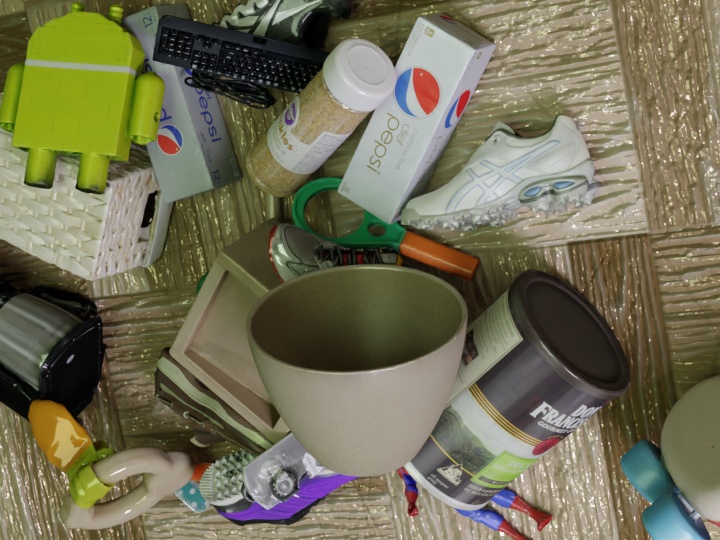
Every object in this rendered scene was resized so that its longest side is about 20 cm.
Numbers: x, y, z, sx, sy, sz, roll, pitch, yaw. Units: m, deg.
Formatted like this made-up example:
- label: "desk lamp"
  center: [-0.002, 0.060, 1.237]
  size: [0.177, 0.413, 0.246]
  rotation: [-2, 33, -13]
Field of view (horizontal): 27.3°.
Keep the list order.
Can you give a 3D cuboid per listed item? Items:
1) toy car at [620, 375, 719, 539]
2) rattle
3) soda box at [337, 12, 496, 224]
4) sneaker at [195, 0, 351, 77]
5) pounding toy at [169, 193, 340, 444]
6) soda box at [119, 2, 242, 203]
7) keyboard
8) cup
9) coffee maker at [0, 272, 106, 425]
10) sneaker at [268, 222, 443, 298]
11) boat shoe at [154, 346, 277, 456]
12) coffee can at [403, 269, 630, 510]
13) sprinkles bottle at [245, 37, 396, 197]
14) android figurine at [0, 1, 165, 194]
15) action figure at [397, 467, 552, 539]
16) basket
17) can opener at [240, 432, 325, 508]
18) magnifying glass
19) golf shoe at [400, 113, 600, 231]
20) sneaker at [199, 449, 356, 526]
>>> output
- label: "toy car"
  center: [0.379, 0.206, 1.361]
  size: [0.184, 0.177, 0.200]
  rotation: [-42, 111, 15]
- label: "rattle"
  center: [-0.256, 0.208, 1.658]
  size: [0.143, 0.200, 0.130]
  rotation: [40, 128, 38]
- label: "soda box"
  center: [0.055, -0.149, 1.455]
  size: [0.068, 0.064, 0.200]
  rotation: [33, 116, 15]
- label: "sneaker"
  center: [-0.088, -0.238, 1.501]
  size: [0.200, 0.066, 0.091]
  rotation: [-35, 84, 26]
- label: "pounding toy"
  center: [-0.089, 0.032, 1.547]
  size: [0.200, 0.142, 0.184]
  rotation: [39, 127, 11]
- label: "soda box"
  center: [-0.196, -0.178, 1.570]
  size: [0.068, 0.063, 0.200]
  rotation: [-15, 96, 29]
- label: "keyboard"
  center: [-0.110, -0.195, 1.481]
  size: [0.199, 0.040, 0.104]
  rotation: [12, 154, -7]
- label: "cup"
  center: [0.001, 0.103, 1.358]
  size: [0.200, 0.200, 0.144]
  rotation: [8, 119, 24]
- label: "coffee maker"
  center: [-0.411, 0.094, 1.705]
  size: [0.200, 0.135, 0.192]
  rotation: [29, 114, 18]
- label: "sneaker"
  center: [0.000, 0.000, 1.461]
  size: [0.200, 0.078, 0.082]
  rotation: [25, 131, -19]
- label: "boat shoe"
  center: [-0.154, 0.161, 1.616]
  size: [0.202, 0.075, 0.075]
  rotation: [35, 109, 39]
- label: "coffee can"
  center: [0.139, 0.117, 1.436]
  size: [0.146, 0.146, 0.200]
  rotation: [49, 119, 7]
- label: "sprinkles bottle"
  center: [-0.042, -0.148, 1.466]
  size: [0.068, 0.068, 0.200]
  rotation: [53, 138, 5]
- label: "android figurine"
  center: [-0.289, -0.180, 1.525]
  size: [0.182, 0.041, 0.201]
  rotation: [5, 82, 18]
- label: "action figure"
  center: [0.088, 0.229, 1.520]
  size: [0.200, 0.099, 0.065]
  rotation: [32, 113, 18]
- label: "basket"
  center: [-0.319, -0.088, 1.619]
  size: [0.200, 0.123, 0.136]
  rotation: [23, 113, 18]
- label: "can opener"
  center: [-0.041, 0.173, 1.540]
  size: [0.053, 0.200, 0.067]
  rotation: [59, 161, -11]
- label: "magnifying glass"
  center: [0.024, -0.037, 1.505]
  size: [0.200, 0.080, 0.022]
  rotation: [21, 151, 11]
- label: "golf shoe"
  center: [0.130, -0.093, 1.438]
  size: [0.200, 0.078, 0.097]
  rotation: [-12, 84, 21]
- label: "sneaker"
  center: [-0.066, 0.229, 1.613]
  size: [0.200, 0.070, 0.100]
  rotation: [-16, 134, 10]
